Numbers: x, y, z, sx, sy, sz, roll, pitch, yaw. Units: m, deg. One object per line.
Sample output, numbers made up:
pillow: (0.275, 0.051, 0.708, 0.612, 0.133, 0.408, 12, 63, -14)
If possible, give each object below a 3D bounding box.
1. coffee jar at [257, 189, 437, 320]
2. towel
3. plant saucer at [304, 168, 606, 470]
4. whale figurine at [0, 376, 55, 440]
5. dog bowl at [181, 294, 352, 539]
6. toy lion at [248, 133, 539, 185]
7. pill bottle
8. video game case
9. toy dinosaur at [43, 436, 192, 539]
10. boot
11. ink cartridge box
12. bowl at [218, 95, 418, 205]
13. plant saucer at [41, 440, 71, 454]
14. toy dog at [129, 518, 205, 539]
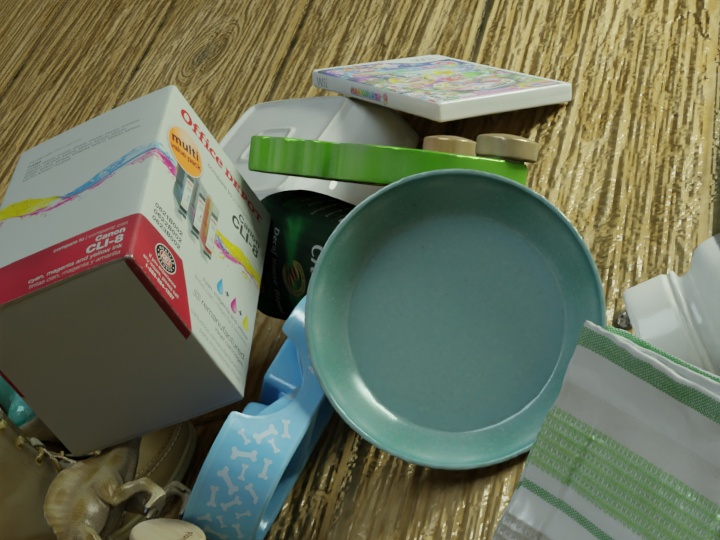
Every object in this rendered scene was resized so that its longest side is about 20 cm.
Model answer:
coffee jar: (0.000, 0.000, 1.098, 0.085, 0.105, 0.200, -10, 15, -39)
towel: (0.130, 0.138, 0.784, 0.149, 0.031, 0.201, 29, 96, 57)
plant saucer: (0.063, 0.033, 0.974, 0.200, 0.200, 0.036, -32, -11, 0)
whale figurine: (-0.229, 0.066, 1.176, 0.159, 0.104, 0.200, -40, 15, -28)
dog bowl: (-0.057, 0.108, 1.007, 0.049, 0.112, 0.200, 25, 53, 7)
toy lion: (0.014, -0.078, 1.104, 0.191, 0.069, 0.200, 6, 3, -17)
pill bottle: (0.262, 0.016, 0.843, 0.199, 0.113, 0.113, -24, 33, 13)
video game case: (0.068, -0.164, 1.284, 0.143, 0.018, 0.200, -12, 21, -31)
toy dinosaur: (-0.169, 0.152, 0.999, 0.101, 0.058, 0.200, 13, 63, 27)
boot: (-0.224, 0.138, 1.058, 0.200, 0.156, 0.073, -43, 32, -20)
ink cartridge box: (-0.166, -0.003, 1.030, 0.144, 0.145, 0.200, -21, 36, 20)
bowl: (-0.068, -0.087, 1.311, 0.199, 0.075, 0.200, 2, 46, 41)
plant saucer: (-0.315, 0.203, 1.163, 0.200, 0.035, 0.201, -23, 33, 16)
toy dog: (-0.083, 0.228, 0.875, 0.096, 0.132, 0.200, -2, 34, -17)
